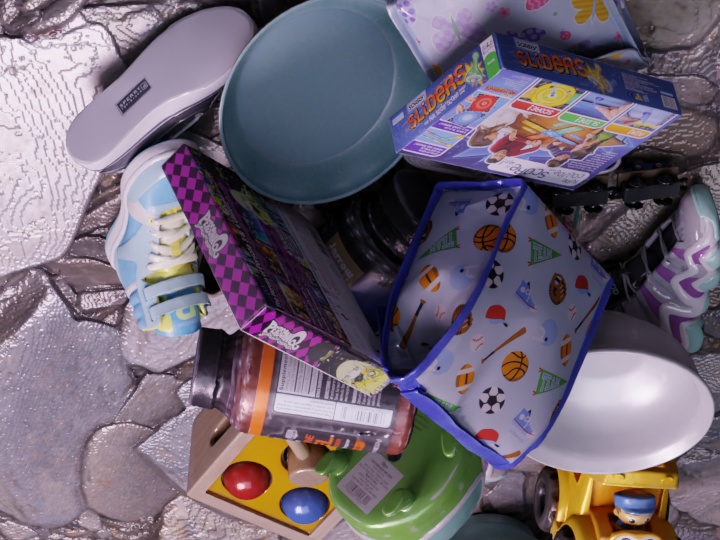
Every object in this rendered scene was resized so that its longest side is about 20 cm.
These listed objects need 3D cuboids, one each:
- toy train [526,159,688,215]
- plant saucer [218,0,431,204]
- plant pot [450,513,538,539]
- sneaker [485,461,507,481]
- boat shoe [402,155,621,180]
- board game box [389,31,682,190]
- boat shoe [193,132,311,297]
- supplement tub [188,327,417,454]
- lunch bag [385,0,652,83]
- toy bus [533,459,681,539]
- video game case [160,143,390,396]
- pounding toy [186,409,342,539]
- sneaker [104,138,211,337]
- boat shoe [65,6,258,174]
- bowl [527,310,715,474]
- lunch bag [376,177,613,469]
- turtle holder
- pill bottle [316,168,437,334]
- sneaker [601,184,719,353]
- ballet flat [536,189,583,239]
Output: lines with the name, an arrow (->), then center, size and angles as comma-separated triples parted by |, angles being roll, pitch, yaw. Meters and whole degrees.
toy train -> 0.200, -0.074, 1.487 | 0.199, 0.046, 0.034 | -6, 126, -8
plant saucer -> -0.033, -0.152, 1.400 | 0.199, 0.036, 0.201 | -15, 128, -19
plant pot -> 0.144, 0.357, 1.806 | 0.199, 0.135, 0.201 | -1, 131, -1
sneaker -> 0.138, 0.126, 1.638 | 0.139, 0.078, 0.200 | -25, 127, 19
boat shoe -> 0.135, -0.107, 1.454 | 0.199, 0.069, 0.072 | 1, 131, -3
board game box -> 0.142, -0.123, 1.314 | 0.199, 0.035, 0.135 | 9, 149, -37
boat shoe -> -0.098, -0.057, 1.495 | 0.072, 0.060, 0.202 | 22, 126, -19
supplement tub -> -0.051, 0.100, 1.456 | 0.199, 0.107, 0.107 | 9, 130, -5
lunch bag -> 0.133, -0.202, 1.339 | 0.169, 0.128, 0.200 | -20, 134, 16
toy bus -> 0.268, 0.216, 1.657 | 0.135, 0.200, 0.193 | 6, 123, -9
video game case -> -0.068, 0.000, 1.368 | 0.036, 0.200, 0.181 | -42, 140, 15
pounding toy -> -0.070, 0.171, 1.637 | 0.183, 0.143, 0.200 | 26, 125, -22
sneaker -> -0.165, -0.019, 1.454 | 0.079, 0.131, 0.200 | -14, 154, -24
boat shoe -> -0.162, -0.151, 1.414 | 0.200, 0.072, 0.068 | -39, 156, 12
bowl -> 0.230, 0.101, 1.541 | 0.200, 0.091, 0.202 | 2, 141, 2
lunch bag -> 0.107, 0.048, 1.403 | 0.123, 0.201, 0.170 | -2, 148, 45
turtle holder -> 0.056, 0.182, 1.554 | 0.140, 0.186, 0.132 | 3, 147, 31
pill bottle -> 0.000, 0.000, 1.514 | 0.112, 0.112, 0.200 | 30, 123, -25
sneaker -> 0.264, 0.005, 1.548 | 0.139, 0.078, 0.201 | -1, 130, -1
ballet flat -> 0.126, -0.008, 1.542 | 0.076, 0.064, 0.200 | 36, 122, -28
